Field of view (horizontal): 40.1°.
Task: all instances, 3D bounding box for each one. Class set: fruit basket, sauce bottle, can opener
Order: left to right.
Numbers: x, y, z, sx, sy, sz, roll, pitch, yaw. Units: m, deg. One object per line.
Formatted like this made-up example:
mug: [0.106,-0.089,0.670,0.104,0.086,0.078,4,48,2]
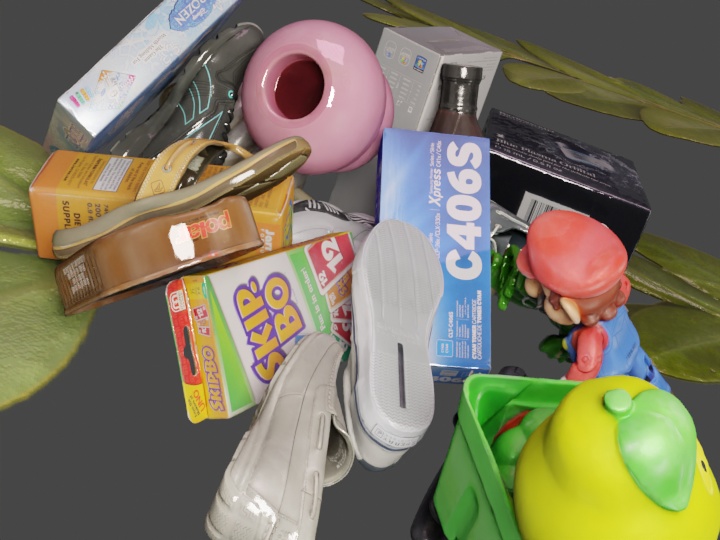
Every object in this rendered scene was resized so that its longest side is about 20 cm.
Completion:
sauce bottle: [0.087,-0.098,0.966,0.064,0.205,0.066,4,10,-1]
can opener: [0.083,0.123,0.678,0.078,0.064,0.199,28,25,15]
fruit basket: [0.129,0.128,0.496,0.153,0.219,0.216,7,27,-28]

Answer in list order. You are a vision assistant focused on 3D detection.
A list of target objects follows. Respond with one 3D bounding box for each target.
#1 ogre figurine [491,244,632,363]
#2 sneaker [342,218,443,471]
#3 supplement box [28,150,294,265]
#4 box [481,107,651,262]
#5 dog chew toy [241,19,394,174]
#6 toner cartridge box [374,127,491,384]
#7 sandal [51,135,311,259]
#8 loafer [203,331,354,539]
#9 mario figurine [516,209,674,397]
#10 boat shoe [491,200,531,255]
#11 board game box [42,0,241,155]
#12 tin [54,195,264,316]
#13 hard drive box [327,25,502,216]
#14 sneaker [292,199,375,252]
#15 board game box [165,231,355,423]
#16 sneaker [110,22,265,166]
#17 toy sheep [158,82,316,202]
ogre figurine: [0.173,0.023,0.905,0.118,0.100,0.200,22,-19,-7]
sneaker: [0.015,0.049,0.711,0.072,0.071,0.202,21,44,-13]
supplement box: [-0.152,-0.043,0.775,0.195,0.068,0.069,4,33,0]
box: [0.218,-0.084,1.151,0.193,0.119,0.201,21,23,1]
dog chew toy: [-0.025,-0.141,0.864,0.123,0.127,0.200,27,6,15]
toner cartridge box: [0.057,-0.014,0.801,0.093,0.043,0.204,4,68,-4]
sandal: [-0.130,-0.061,0.696,0.196,0.055,0.080,-20,0,4]
loafer: [-0.037,0.108,0.620,0.069,0.071,0.201,26,31,-2]
mario figurine: [0.174,0.043,0.782,0.104,0.202,0.124,-22,23,12]
boat shoe: [0.145,-0.034,1.028,0.197,0.074,0.062,26,-6,0]
board game box: [-0.183,-0.176,0.848,0.043,0.199,0.199,46,-17,-13]
tin: [-0.140,-0.008,0.661,0.111,0.043,0.199,-24,4,-32]
hard drive box: [0.060,-0.153,1.065,0.076,0.203,0.155,29,25,23]
sneaker: [0.000,0.000,0.853,0.197,0.076,0.115,5,26,-36]
board game box: [-0.060,0.035,0.715,0.030,0.098,0.199,-5,8,36]
sneaker: [-0.140,-0.122,0.846,0.079,0.201,0.075,39,-7,-3]
toy sheep: [-0.116,-0.110,0.935,0.200,0.139,0.137,43,30,14]
